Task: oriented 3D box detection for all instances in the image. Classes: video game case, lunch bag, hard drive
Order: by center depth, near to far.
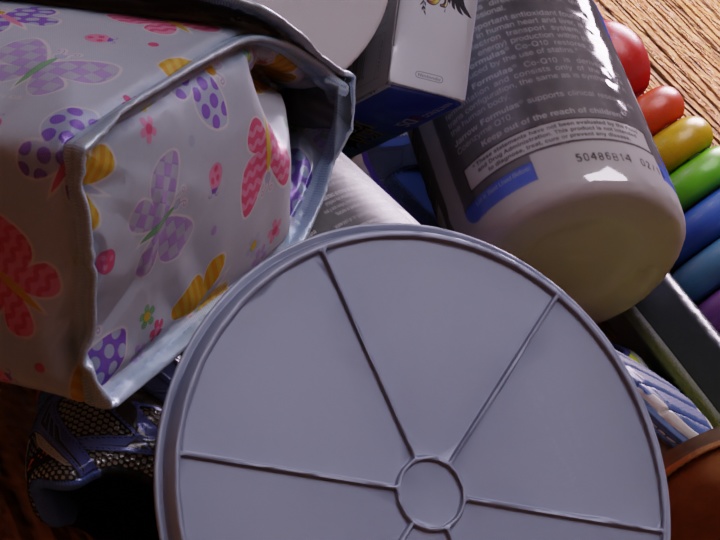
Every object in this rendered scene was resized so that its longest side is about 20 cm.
[{"bbox_3d":[-0.116,-0.049,0.883,0.169,0.128,0.200,11,24,25],"label":"lunch bag"},{"bbox_3d":[0.005,-0.153,1.184,0.045,0.182,0.200,11,-12,-21],"label":"video game case"},{"bbox_3d":[0.179,0.068,1.205,0.200,0.033,0.140,56,-1,43],"label":"hard drive"}]

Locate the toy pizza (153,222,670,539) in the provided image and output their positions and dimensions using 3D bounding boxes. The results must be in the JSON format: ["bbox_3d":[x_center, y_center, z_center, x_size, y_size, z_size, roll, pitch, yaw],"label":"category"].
[{"bbox_3d":[0.019,0.082,0.851,0.200,0.032,0.201,7,71,-22],"label":"toy pizza"}]

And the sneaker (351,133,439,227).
[{"bbox_3d":[0.063,-0.095,1.303,0.080,0.147,0.200,30,21,-21],"label":"sneaker"}]

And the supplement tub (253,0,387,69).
[{"bbox_3d":[-0.077,-0.141,1.129,0.140,0.141,0.200,26,-5,-20],"label":"supplement tub"}]

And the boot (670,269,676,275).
[{"bbox_3d":[0.156,-0.007,1.358,0.200,0.075,0.097,22,27,-24],"label":"boot"}]

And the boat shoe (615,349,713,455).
[{"bbox_3d":[0.070,0.052,1.048,0.072,0.073,0.200,29,2,-44],"label":"boat shoe"}]

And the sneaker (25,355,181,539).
[{"bbox_3d":[-0.040,0.105,0.872,0.200,0.075,0.079,31,39,-4],"label":"sneaker"}]

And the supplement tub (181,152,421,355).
[{"bbox_3d":[0.008,0.049,0.966,0.200,0.123,0.122,44,24,22],"label":"supplement tub"}]

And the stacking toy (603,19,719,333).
[{"bbox_3d":[0.172,-0.048,1.275,0.200,0.085,0.085,56,25,6],"label":"stacking toy"}]

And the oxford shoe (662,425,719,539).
[{"bbox_3d":[0.158,0.123,0.991,0.200,0.071,0.071,70,-1,-57],"label":"oxford shoe"}]

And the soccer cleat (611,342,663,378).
[{"bbox_3d":[0.108,0.081,1.109,0.084,0.065,0.200,51,15,-3],"label":"soccer cleat"}]

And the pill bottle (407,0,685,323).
[{"bbox_3d":[0.079,-0.078,1.190,0.114,0.114,0.200,17,42,-36],"label":"pill bottle"}]
